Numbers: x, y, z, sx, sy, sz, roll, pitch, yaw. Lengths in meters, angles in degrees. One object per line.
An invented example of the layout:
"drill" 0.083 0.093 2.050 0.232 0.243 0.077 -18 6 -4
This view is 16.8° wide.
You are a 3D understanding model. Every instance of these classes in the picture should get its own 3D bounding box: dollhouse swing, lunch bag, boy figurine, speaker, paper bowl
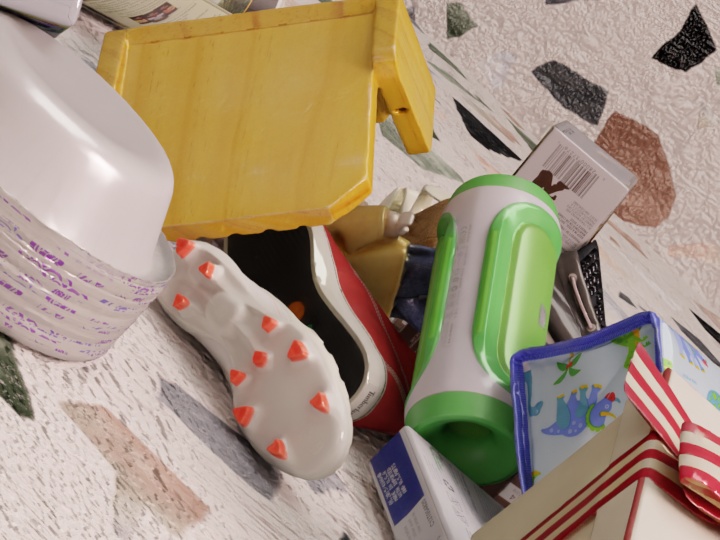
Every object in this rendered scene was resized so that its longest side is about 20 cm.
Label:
"dollhouse swing" -0.059 -0.069 1.574 0.182 0.199 0.177 63 23 -62
"lunch bag" 0.174 0.153 1.453 0.170 0.127 0.201 31 46 -48
"boy figurine" 0.000 0.000 1.676 0.199 0.125 0.065 18 45 9
"speaker" 0.079 0.035 1.545 0.088 0.088 0.201 37 44 -27
"paper bowl" -0.177 -0.056 1.263 0.201 0.104 0.201 42 10 -9

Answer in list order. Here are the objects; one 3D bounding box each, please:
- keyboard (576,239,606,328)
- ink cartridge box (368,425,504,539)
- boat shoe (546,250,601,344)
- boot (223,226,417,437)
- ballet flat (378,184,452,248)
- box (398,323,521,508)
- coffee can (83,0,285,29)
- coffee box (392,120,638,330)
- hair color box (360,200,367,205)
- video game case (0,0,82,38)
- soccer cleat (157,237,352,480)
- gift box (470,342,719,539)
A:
"keyboard" 0.177 0.086 1.815 0.104 0.039 0.201 -33 120 -55
"ink cartridge box" 0.100 0.202 1.425 0.200 0.041 0.200 39 12 -23
"boat shoe" 0.172 0.078 1.677 0.201 0.057 0.067 59 -1 8
"boot" -0.007 0.037 1.604 0.144 0.072 0.200 30 25 -50
"ballet flat" 0.038 -0.027 1.792 0.068 0.073 0.200 19 -8 -16
"box" 0.100 0.107 1.703 0.100 0.075 0.200 36 15 -36
"coffee can" -0.165 -0.262 1.960 0.146 0.146 0.200 48 12 27
"coffee box" 0.122 -0.014 1.895 0.080 0.200 0.113 40 12 4
"hair color box" -0.092 -0.092 1.799 0.200 0.065 0.109 45 11 2
"video game case" -0.252 -0.168 1.320 0.199 0.022 0.182 18 0 -11
"soccer cleat" -0.052 0.051 1.400 0.078 0.069 0.200 35 10 -48
"gift box" 0.154 0.166 1.237 0.184 0.187 0.200 39 33 -14
